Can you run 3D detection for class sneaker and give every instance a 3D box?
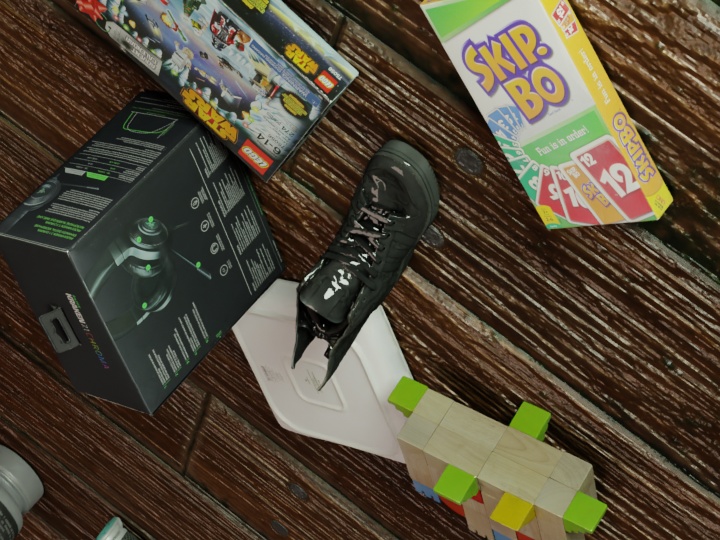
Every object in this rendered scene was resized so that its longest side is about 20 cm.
[{"bbox_3d":[-0.284,0.387,2.006,0.091,0.078,0.200,28,147,14],"label":"sneaker"},{"bbox_3d":[-0.003,-0.002,1.213,0.060,0.104,0.200,34,147,12],"label":"sneaker"}]

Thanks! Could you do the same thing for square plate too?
[{"bbox_3d":[-0.033,0.091,1.429,0.198,0.028,0.200,10,136,39],"label":"square plate"}]

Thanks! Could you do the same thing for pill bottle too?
[{"bbox_3d":[-0.491,0.318,2.019,0.114,0.200,0.114,27,146,21],"label":"pill bottle"}]

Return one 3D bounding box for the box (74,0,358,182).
[{"bbox_3d":[-0.108,-0.169,1.186,0.200,0.040,0.137,42,149,-2],"label":"box"}]

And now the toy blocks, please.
[{"bbox_3d":[0.115,0.178,1.331,0.199,0.100,0.137,24,155,25],"label":"toy blocks"}]

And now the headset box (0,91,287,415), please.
[{"bbox_3d":[-0.173,-0.011,1.294,0.093,0.200,0.175,13,139,37],"label":"headset box"}]

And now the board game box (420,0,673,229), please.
[{"bbox_3d":[0.114,-0.113,1.033,0.095,0.030,0.200,-4,124,48],"label":"board game box"}]
